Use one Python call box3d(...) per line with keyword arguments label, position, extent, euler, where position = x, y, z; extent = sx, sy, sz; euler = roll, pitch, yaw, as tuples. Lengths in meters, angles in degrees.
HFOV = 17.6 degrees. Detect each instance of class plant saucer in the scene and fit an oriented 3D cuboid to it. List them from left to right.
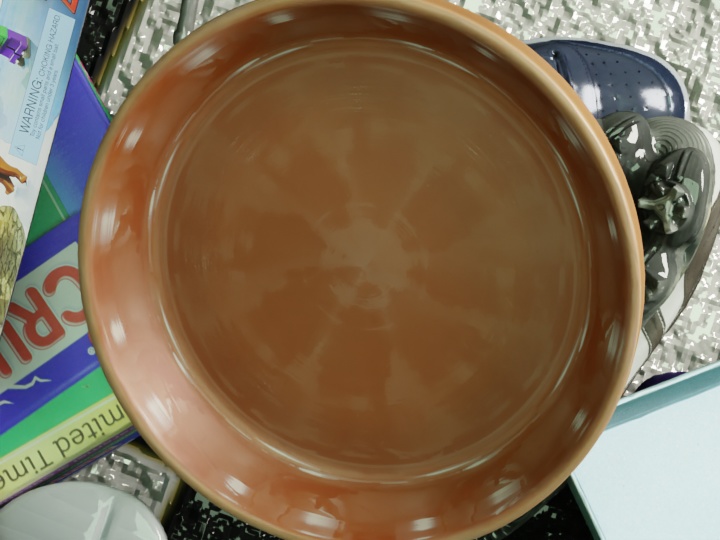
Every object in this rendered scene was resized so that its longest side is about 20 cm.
box3d(label="plant saucer", position=(0.000, 0.000, 0.805), extent=(0.199, 0.032, 0.202), euler=(4, 107, 13))
box3d(label="plant saucer", position=(0.160, 0.061, 0.861), extent=(0.199, 0.019, 0.070), euler=(-18, 75, -29))

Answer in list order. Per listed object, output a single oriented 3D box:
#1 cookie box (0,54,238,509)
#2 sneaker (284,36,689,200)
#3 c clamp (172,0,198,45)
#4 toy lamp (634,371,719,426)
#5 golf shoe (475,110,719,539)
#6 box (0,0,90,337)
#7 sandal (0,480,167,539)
box3d(label="cookie box", position=(-0.163, -0.008, 0.887), extent=(0.170, 0.075, 0.201), euler=(-30, 87, -1))
box3d(label="sneaker", position=(0.029, -0.057, 0.870), extent=(0.198, 0.109, 0.071), euler=(-3, 87, 1))
box3d(label="c clamp", position=(-0.130, -0.186, 0.835), extent=(0.199, 0.027, 0.172), euler=(13, 96, -21))
box3d(label="toy lamp", position=(0.111, 0.138, 0.849), extent=(0.058, 0.058, 0.201), euler=(13, 61, 2))
box3d(label="golf shoe", position=(0.080, 0.029, 0.884), extent=(0.078, 0.094, 0.200), euler=(44, 114, 17))
box3d(label="box", position=(-0.171, -0.055, 0.770), extent=(0.136, 0.038, 0.201), euler=(23, 54, -19))
box3d(label="sandal", position=(-0.122, 0.167, 0.890), extent=(0.079, 0.059, 0.208), euler=(23, 109, 11))
